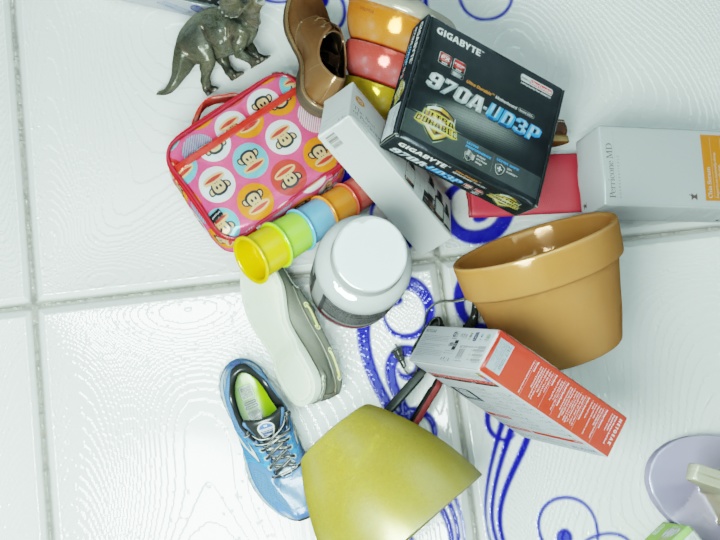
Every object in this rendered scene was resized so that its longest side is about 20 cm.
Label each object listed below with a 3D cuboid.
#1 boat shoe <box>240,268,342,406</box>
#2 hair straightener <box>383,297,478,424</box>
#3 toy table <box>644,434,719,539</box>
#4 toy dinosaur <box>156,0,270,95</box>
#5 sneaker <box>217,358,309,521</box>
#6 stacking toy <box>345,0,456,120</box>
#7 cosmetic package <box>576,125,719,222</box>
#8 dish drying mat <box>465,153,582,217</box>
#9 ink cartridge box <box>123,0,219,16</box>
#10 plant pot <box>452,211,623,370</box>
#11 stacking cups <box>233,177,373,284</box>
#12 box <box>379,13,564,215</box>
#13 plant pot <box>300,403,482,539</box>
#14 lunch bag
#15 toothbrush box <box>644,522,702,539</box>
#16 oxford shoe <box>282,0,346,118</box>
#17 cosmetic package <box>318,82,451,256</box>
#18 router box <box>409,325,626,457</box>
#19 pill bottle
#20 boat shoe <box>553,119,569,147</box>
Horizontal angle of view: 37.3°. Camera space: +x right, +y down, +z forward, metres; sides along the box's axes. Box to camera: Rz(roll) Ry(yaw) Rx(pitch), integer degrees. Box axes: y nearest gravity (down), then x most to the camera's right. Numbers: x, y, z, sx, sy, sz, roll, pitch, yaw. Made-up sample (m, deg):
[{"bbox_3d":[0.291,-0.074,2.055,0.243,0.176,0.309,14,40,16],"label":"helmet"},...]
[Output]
[{"bbox_3d":[-0.083,0.064,1.264,0.060,0.072,0.204,-4,62,-46],"label":"boat shoe"},{"bbox_3d":[0.075,0.106,1.279,0.076,0.041,0.201,35,79,2],"label":"hair straightener"},{"bbox_3d":[0.446,0.262,1.246,0.197,0.117,0.187,6,79,-5],"label":"toy table"},{"bbox_3d":[-0.175,-0.283,1.308,0.198,0.077,0.103,-25,103,26],"label":"toy dinosaur"},{"bbox_3d":[-0.108,0.195,1.222,0.078,0.089,0.202,-28,85,-9],"label":"sneaker"},{"bbox_3d":[0.022,-0.235,1.314,0.144,0.146,0.203,20,97,-1],"label":"stacking toy"},{"bbox_3d":[0.374,-0.118,1.320,0.197,0.071,0.103,0,79,-13],"label":"cosmetic package"},{"bbox_3d":[0.229,-0.108,1.346,0.197,0.018,0.078,-4,81,-5],"label":"dish drying mat"},{"bbox_3d":[-0.256,-0.381,1.338,0.197,0.044,0.096,11,77,-3],"label":"ink cartridge box"},{"bbox_3d":[0.220,0.030,1.240,0.197,0.200,0.142,-19,97,-8],"label":"plant pot"},{"bbox_3d":[-0.061,-0.056,1.264,0.199,0.061,0.061,-35,84,-37],"label":"stacking cups"},{"bbox_3d":[0.131,-0.176,1.229,0.198,0.046,0.161,25,69,-20],"label":"box"},{"bbox_3d":[0.015,0.235,1.179,0.199,0.200,0.142,-38,76,-11],"label":"plant pot"},{"bbox_3d":[-0.131,-0.141,1.291,0.199,0.082,0.177,-36,81,-13],"label":"lunch bag"},{"bbox_3d":[0.340,0.412,1.224,0.199,0.086,0.146,-40,86,-11],"label":"toothbrush box"},{"bbox_3d":[-0.046,-0.282,1.300,0.070,0.071,0.202,10,50,-30],"label":"oxford shoe"},{"bbox_3d":[0.033,-0.118,1.247,0.050,0.083,0.200,-31,119,22],"label":"cosmetic package"},{"bbox_3d":[0.168,0.130,1.184,0.178,0.200,0.049,34,78,-15],"label":"router box"},{"bbox_3d":[0.000,0.000,1.211,0.109,0.200,0.113,1,80,-6],"label":"pill bottle"},{"bbox_3d":[0.161,-0.180,1.325,0.197,0.070,0.072,-3,84,-6],"label":"boat shoe"}]
